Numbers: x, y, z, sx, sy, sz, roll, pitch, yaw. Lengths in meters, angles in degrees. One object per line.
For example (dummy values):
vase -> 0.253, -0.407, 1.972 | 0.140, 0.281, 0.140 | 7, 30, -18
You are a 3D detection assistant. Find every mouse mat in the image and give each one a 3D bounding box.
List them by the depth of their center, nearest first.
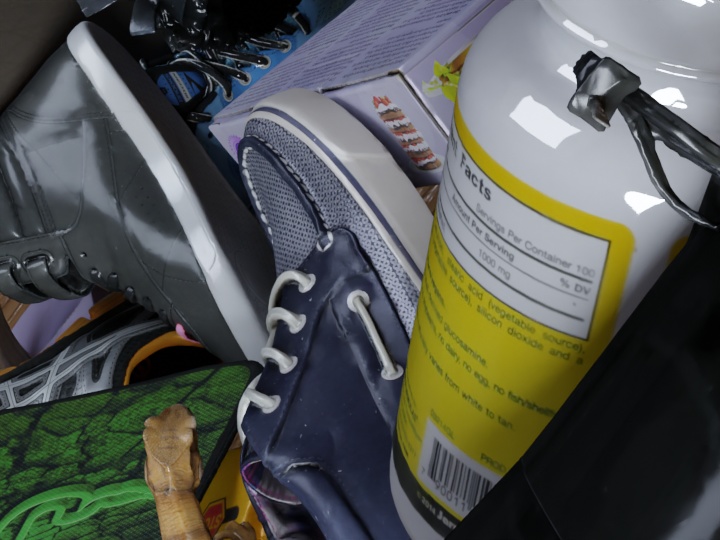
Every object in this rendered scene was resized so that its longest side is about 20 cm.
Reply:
mouse mat -> -0.141, 0.095, 0.941 | 0.200, 0.008, 0.161 | -14, 28, 26

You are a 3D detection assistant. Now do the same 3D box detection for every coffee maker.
coffee maker -> 0.067, 0.081, 0.625 | 0.200, 0.192, 0.135 | -50, 0, 9

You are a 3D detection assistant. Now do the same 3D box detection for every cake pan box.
cake pan box -> 0.050, -0.100, 0.953 | 0.184, 0.052, 0.200 | -40, 13, -20

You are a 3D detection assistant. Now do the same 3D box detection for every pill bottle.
pill bottle -> 0.076, -0.009, 0.714 | 0.113, 0.112, 0.200 | -97, 14, -55

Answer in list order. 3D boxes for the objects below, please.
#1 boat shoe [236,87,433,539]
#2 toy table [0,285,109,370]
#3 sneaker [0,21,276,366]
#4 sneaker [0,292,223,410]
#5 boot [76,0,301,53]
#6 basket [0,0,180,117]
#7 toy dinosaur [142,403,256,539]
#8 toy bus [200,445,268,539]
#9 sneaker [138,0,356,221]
boat shoe -> -0.012, 0.025, 0.852 | 0.093, 0.075, 0.200 | -24, 55, -19
toy table -> -0.198, 0.060, 1.230 | 0.184, 0.117, 0.200 | -42, 27, 28
sneaker -> -0.095, 0.001, 1.069 | 0.099, 0.071, 0.200 | -39, 69, 12
sneaker -> -0.127, 0.074, 1.082 | 0.200, 0.078, 0.077 | -42, 30, -24
boot -> -0.073, -0.177, 1.111 | 0.198, 0.162, 0.073 | -36, -31, -44
basket -> -0.175, -0.110, 1.154 | 0.136, 0.200, 0.181 | -34, 66, 52
toy dinosaur -> -0.025, 0.139, 0.805 | 0.060, 0.200, 0.106 | -31, -15, -18
toy bus -> -0.051, 0.114, 0.951 | 0.200, 0.065, 0.078 | -25, 39, 49
sneaker -> -0.052, -0.077, 1.135 | 0.078, 0.090, 0.200 | 41, 103, 39
